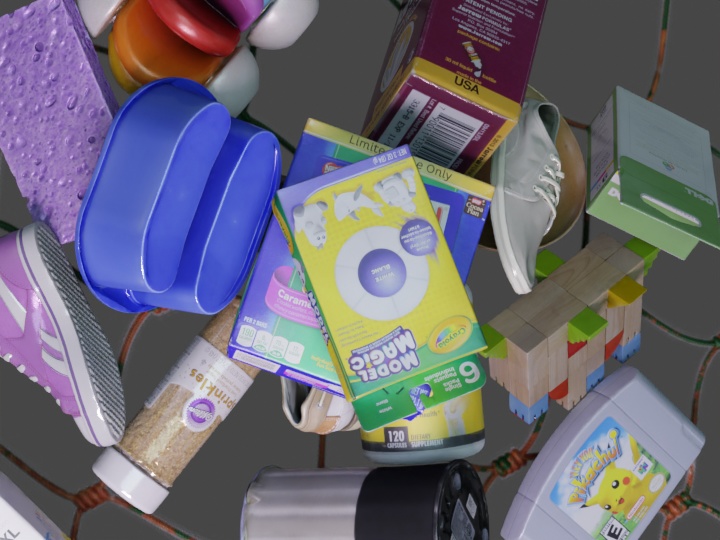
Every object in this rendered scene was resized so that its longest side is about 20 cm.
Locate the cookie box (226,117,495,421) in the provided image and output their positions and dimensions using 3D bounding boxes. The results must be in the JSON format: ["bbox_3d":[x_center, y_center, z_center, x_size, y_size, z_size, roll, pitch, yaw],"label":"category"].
[{"bbox_3d":[0.000,0.000,1.265,0.170,0.075,0.201,19,77,-4],"label":"cookie box"}]

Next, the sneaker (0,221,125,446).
[{"bbox_3d":[-0.281,0.071,1.320,0.114,0.073,0.201,-24,87,10],"label":"sneaker"}]

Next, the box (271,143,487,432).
[{"bbox_3d":[0.018,0.015,1.203,0.117,0.048,0.201,-21,86,-11],"label":"box"}]

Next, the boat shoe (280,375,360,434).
[{"bbox_3d":[-0.036,0.040,1.323,0.068,0.075,0.201,-2,83,-44],"label":"boat shoe"}]

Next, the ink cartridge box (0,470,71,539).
[{"bbox_3d":[-0.305,0.265,1.287,0.200,0.125,0.129,46,82,-8],"label":"ink cartridge box"}]

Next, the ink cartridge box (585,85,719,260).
[{"bbox_3d":[0.260,-0.075,1.376,0.103,0.200,0.059,25,125,-10],"label":"ink cartridge box"}]

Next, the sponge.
[{"bbox_3d":[-0.261,-0.128,1.322,0.111,0.030,0.201,-21,95,19],"label":"sponge"}]

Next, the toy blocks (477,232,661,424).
[{"bbox_3d":[0.188,0.064,1.395,0.200,0.137,0.100,-36,53,-24],"label":"toy blocks"}]

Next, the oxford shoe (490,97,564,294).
[{"bbox_3d":[0.146,-0.072,1.324,0.057,0.075,0.201,-6,55,18],"label":"oxford shoe"}]

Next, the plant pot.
[{"bbox_3d":[0.111,-0.100,1.388,0.199,0.027,0.201,12,58,-19],"label":"plant pot"}]

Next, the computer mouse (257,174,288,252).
[{"bbox_3d":[-0.136,-0.031,1.365,0.199,0.046,0.141,13,87,-11],"label":"computer mouse"}]

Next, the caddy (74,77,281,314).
[{"bbox_3d":[-0.154,-0.058,1.260,0.141,0.105,0.201,28,80,-51],"label":"caddy"}]

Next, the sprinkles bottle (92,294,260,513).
[{"bbox_3d":[-0.149,0.115,1.350,0.068,0.068,0.200,39,82,-9],"label":"sprinkles bottle"}]

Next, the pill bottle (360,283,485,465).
[{"bbox_3d":[0.048,0.067,1.369,0.111,0.112,0.201,-6,91,-12],"label":"pill bottle"}]

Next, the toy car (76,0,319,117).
[{"bbox_3d":[-0.136,-0.234,1.313,0.175,0.150,0.200,39,82,-8],"label":"toy car"}]

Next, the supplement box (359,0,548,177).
[{"bbox_3d":[0.084,-0.187,1.329,0.103,0.131,0.201,23,55,-10],"label":"supplement box"}]

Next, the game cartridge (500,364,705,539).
[{"bbox_3d":[0.223,0.195,1.424,0.133,0.040,0.200,40,82,-24],"label":"game cartridge"}]

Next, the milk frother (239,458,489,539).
[{"bbox_3d":[-0.001,0.269,1.289,0.187,0.200,0.181,-6,115,26],"label":"milk frother"}]
